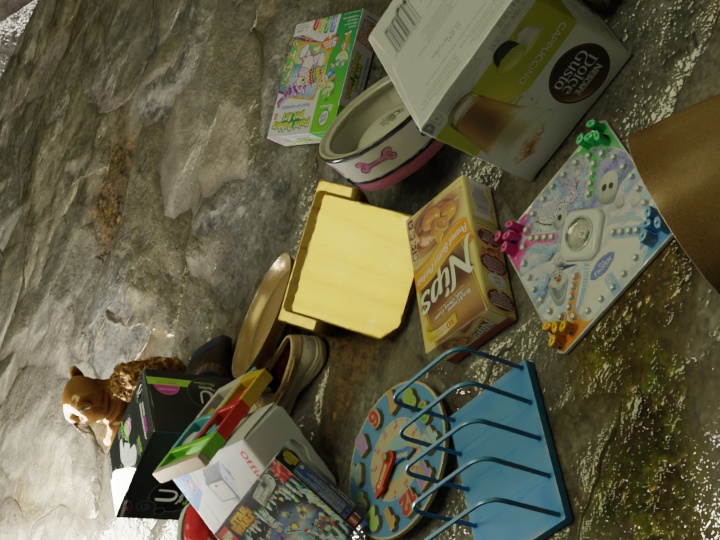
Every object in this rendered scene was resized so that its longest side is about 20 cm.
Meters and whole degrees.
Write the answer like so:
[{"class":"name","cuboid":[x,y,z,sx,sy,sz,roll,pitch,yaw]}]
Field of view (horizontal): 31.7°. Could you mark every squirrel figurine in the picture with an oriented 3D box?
[{"class":"squirrel figurine","cuboid":[-0.391,0.201,2.099,0.200,0.185,0.143,-46,40,31]}]

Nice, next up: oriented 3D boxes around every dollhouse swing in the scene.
[{"class":"dollhouse swing","cuboid":[0.000,0.000,1.774,0.182,0.173,0.203,45,-120,-81]}]

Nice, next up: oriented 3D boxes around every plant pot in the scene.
[{"class":"plant pot","cuboid":[0.379,-0.102,1.171,0.199,0.186,0.188,-35,46,23]},{"class":"plant pot","cuboid":[-0.139,0.071,1.901,0.201,0.027,0.201,-58,17,29]}]

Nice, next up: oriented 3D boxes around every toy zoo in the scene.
[{"class":"toy zoo","cuboid":[-0.195,0.203,1.748,0.131,0.021,0.201,-27,21,50]}]

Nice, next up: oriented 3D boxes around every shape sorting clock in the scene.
[{"class":"shape sorting clock","cuboid":[0.043,0.236,1.590,0.199,0.039,0.203,-30,51,45]}]

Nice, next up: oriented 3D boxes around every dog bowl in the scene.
[{"class":"dog bowl","cuboid":[0.042,-0.189,1.709,0.199,0.074,0.201,-32,24,16]}]

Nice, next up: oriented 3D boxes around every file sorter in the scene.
[{"class":"file sorter","cuboid":[0.126,0.206,1.412,0.139,0.121,0.202,-41,43,35]}]

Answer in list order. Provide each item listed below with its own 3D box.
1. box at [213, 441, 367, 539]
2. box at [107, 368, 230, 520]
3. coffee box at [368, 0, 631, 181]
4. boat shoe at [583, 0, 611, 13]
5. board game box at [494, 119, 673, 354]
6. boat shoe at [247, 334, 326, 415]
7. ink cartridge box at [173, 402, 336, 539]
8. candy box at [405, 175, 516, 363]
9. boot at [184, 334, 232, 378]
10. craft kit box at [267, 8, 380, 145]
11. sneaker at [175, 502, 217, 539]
[{"class":"box","cuboid":[-0.094,0.327,1.637,0.040,0.137,0.201,-44,-7,-50]},{"class":"box","cuboid":[-0.282,0.266,1.917,0.201,0.146,0.125,-62,33,35]},{"class":"coffee box","cuboid":[0.163,-0.268,1.523,0.200,0.196,0.201,-52,40,24]},{"class":"boat shoe","cuboid":[0.268,-0.398,1.557,0.074,0.075,0.201,-47,48,23]},{"class":"board game box","cuboid":[0.248,-0.043,1.445,0.201,0.026,0.201,-52,38,27]},{"class":"boat shoe","cuboid":[-0.128,0.168,1.842,0.201,0.068,0.074,-57,36,20]},{"class":"ink cartridge box","cuboid":[-0.150,0.284,1.738,0.199,0.147,0.086,-28,11,47]},{"class":"candy box","cuboid":[0.122,-0.002,1.579,0.115,0.055,0.203,-39,45,39]},{"class":"boot","cuboid":[-0.259,0.190,2.043,0.200,0.074,0.098,-46,20,37]},{"class":"craft kit box","cuboid":[-0.059,-0.300,2.000,0.199,0.048,0.201,2,78,56]},{"class":"sneaker","cuboid":[-0.213,0.427,1.850,0.084,0.077,0.203,-32,55,28]}]
